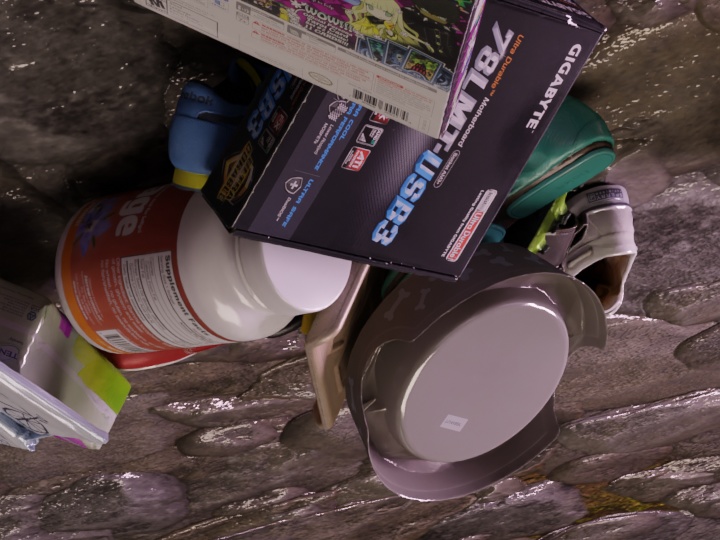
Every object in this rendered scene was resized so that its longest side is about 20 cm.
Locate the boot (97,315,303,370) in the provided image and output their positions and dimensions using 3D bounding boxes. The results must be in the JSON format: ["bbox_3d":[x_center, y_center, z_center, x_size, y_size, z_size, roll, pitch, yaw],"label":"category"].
[{"bbox_3d":[-0.113,0.031,1.680,0.199,0.073,0.144,-22,-169,10],"label":"boot"}]

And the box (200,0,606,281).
[{"bbox_3d":[0.029,-0.098,1.435,0.198,0.050,0.201,13,117,-41],"label":"box"}]

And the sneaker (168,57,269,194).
[{"bbox_3d":[-0.045,-0.098,1.498,0.066,0.079,0.199,12,-165,37],"label":"sneaker"}]

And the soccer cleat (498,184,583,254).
[{"bbox_3d":[0.090,-0.019,1.686,0.201,0.081,0.068,-56,173,11],"label":"soccer cleat"}]

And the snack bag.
[{"bbox_3d":[-0.287,0.075,1.600,0.199,0.022,0.188,3,152,48],"label":"snack bag"}]

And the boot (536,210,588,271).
[{"bbox_3d":[0.072,0.009,1.785,0.198,0.070,0.175,-1,135,-1],"label":"boot"}]

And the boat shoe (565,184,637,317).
[{"bbox_3d":[0.177,0.006,1.835,0.070,0.070,0.200,-8,157,-16],"label":"boat shoe"}]

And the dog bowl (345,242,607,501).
[{"bbox_3d":[0.077,0.067,1.636,0.199,0.059,0.201,-20,135,-21],"label":"dog bowl"}]

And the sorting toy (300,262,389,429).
[{"bbox_3d":[0.000,0.000,1.634,0.036,0.186,0.200,22,160,7],"label":"sorting toy"}]

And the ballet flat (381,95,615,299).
[{"bbox_3d":[0.087,-0.054,1.628,0.199,0.071,0.067,-37,156,15],"label":"ballet flat"}]

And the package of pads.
[{"bbox_3d":[-0.269,0.055,1.673,0.153,0.069,0.200,19,164,18],"label":"package of pads"}]

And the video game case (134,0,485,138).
[{"bbox_3d":[-0.031,-0.158,1.255,0.199,0.036,0.181,24,160,5],"label":"video game case"}]

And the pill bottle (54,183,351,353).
[{"bbox_3d":[-0.105,-0.006,1.560,0.199,0.113,0.112,-8,165,43],"label":"pill bottle"}]
